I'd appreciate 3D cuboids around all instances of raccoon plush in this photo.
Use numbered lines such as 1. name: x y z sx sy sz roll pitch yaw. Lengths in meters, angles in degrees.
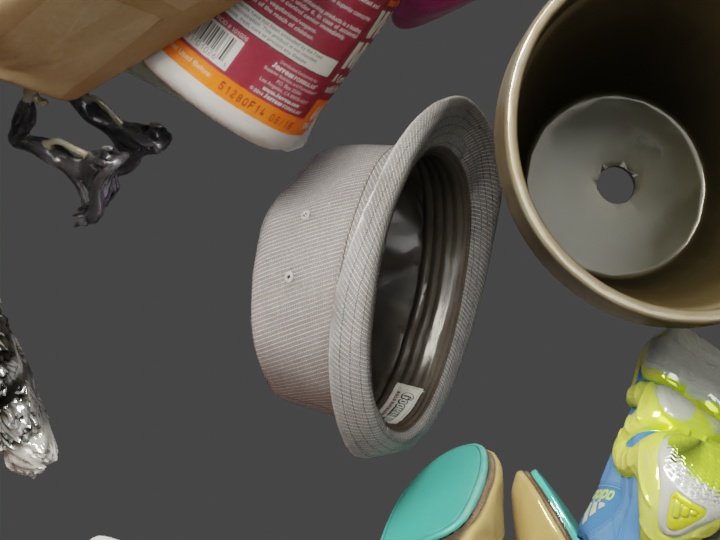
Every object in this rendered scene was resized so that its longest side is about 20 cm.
1. raccoon plush: -0.260 0.037 1.411 0.133 0.097 0.201 -20 90 4

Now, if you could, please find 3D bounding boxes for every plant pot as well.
1. plant pot: 0.158 -0.059 1.440 0.198 0.174 0.202 1 80 -8

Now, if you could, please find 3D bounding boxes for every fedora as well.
1. fedora: 0.000 0.000 1.434 0.090 0.177 0.201 10 78 23

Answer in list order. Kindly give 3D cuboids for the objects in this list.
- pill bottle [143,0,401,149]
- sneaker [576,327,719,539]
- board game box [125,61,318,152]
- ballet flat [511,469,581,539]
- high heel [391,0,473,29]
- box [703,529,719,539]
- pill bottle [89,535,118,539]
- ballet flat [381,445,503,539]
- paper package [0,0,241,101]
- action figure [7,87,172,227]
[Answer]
1. pill bottle: -0.023 -0.171 1.366 0.109 0.110 0.200 37 103 -1
2. sneaker: 0.157 0.105 1.437 0.076 0.200 0.105 37 113 -2
3. board game box: -0.078 -0.197 1.447 0.199 0.026 0.201 27 101 10
4. ballet flat: 0.129 0.204 1.454 0.063 0.069 0.200 -36 87 3
5. high heel: 0.102 -0.200 1.528 0.199 0.096 0.067 -31 70 -33
6. box: 0.230 0.159 1.404 0.095 0.200 0.078 -25 86 -11
7. pill bottle: -0.068 0.223 1.395 0.199 0.112 0.113 20 79 -5
8. ballet flat: 0.038 0.167 1.400 0.068 0.200 0.063 -19 109 27
9. paper package: -0.119 -0.214 1.325 0.103 0.199 0.192 24 52 -42
10. action figure: -0.200 -0.113 1.416 0.200 0.102 0.119 48 39 -15
